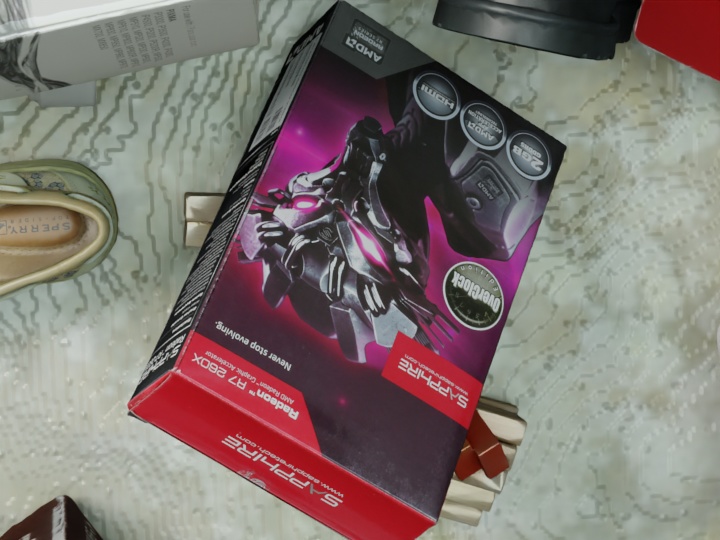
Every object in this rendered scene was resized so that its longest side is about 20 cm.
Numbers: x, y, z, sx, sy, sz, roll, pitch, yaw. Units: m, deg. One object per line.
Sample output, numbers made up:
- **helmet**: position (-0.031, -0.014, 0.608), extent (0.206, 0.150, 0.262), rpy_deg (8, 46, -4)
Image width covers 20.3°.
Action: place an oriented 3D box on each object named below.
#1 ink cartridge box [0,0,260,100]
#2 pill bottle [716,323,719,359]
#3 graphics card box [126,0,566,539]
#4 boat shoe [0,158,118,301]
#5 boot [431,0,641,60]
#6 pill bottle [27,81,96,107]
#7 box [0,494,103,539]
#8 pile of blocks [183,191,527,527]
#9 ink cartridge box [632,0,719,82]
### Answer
- **ink cartridge box**: position (-0.145, -0.135, 0.708), extent (0.200, 0.083, 0.147), rpy_deg (-12, 80, -3)
- **pill bottle**: position (0.230, 0.109, 0.894), extent (0.112, 0.112, 0.200), rpy_deg (-13, 97, -6)
- **graphics card box**: position (0.000, 0.000, 0.828), extent (0.125, 0.051, 0.200), rpy_deg (32, 56, -14)
- **boat shoe**: position (-0.202, -0.008, 0.846), extent (0.200, 0.063, 0.073), rpy_deg (-14, 99, -6)
- **boot**: position (0.092, -0.172, 0.808), extent (0.073, 0.198, 0.163), rpy_deg (16, 105, 15)
- **pill bottle**: position (-0.207, -0.114, 0.808), extent (0.200, 0.116, 0.116), rpy_deg (0, 96, -8)
- **box**: position (-0.128, 0.231, 0.830), extent (0.164, 0.166, 0.200), rpy_deg (-37, 100, -3)
- **pile of blocks**: position (-0.009, 0.044, 0.879), extent (0.200, 0.062, 0.082), rpy_deg (42, 89, -9)
- **ink cartridge box**: position (0.235, -0.142, 0.847), extent (0.200, 0.084, 0.176), rpy_deg (18, 94, -33)
